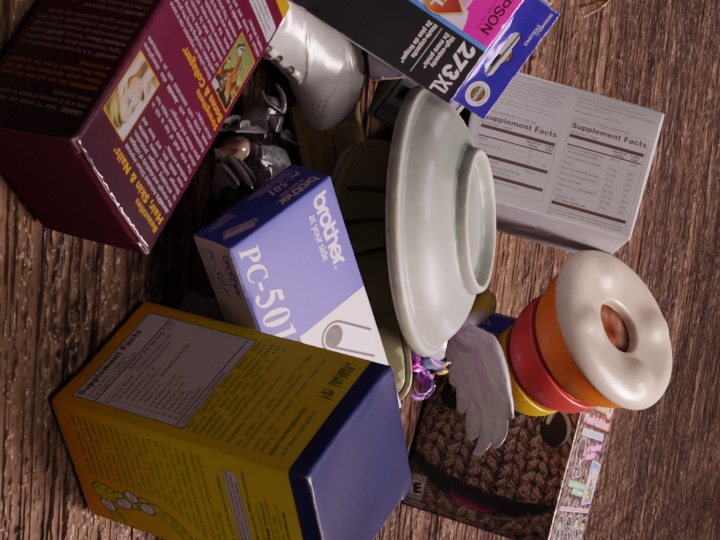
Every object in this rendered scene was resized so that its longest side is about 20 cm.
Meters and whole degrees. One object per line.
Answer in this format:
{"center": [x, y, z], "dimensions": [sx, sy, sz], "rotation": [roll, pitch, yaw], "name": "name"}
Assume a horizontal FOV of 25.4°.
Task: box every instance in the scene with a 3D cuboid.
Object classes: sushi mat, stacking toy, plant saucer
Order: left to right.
{"center": [-0.018, -0.078, 1.275], "dimensions": [0.096, 0.012, 0.201], "rotation": [-52, 144, -39], "name": "sushi mat"}
{"center": [0.067, -0.037, 1.183], "dimensions": [0.200, 0.050, 0.202], "rotation": [0, 90, -74], "name": "plant saucer"}
{"center": [0.166, 0.082, 1.434], "dimensions": [0.145, 0.199, 0.147], "rotation": [24, 52, -35], "name": "stacking toy"}

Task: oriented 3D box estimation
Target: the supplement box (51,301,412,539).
{"center": [-0.082, 0.112, 1.038], "dimensions": [0.109, 0.199, 0.110], "rotation": [-49, 141, -40], "name": "supplement box"}

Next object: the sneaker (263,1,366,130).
{"center": [-0.056, -0.178, 1.119], "dimensions": [0.087, 0.074, 0.201], "rotation": [-42, 134, -26], "name": "sneaker"}

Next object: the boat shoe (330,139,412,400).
{"center": [0.000, 0.000, 1.211], "dimensions": [0.074, 0.068, 0.202], "rotation": [-2, 99, -17], "name": "boat shoe"}

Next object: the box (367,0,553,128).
{"center": [0.084, -0.199, 1.225], "dimensions": [0.200, 0.060, 0.117], "rotation": [-50, -162, 51], "name": "box"}

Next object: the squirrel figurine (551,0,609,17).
{"center": [0.133, -0.277, 1.285], "dimensions": [0.142, 0.185, 0.200], "rotation": [-66, 150, -19], "name": "squirrel figurine"}

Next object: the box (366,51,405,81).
{"center": [0.016, -0.263, 1.145], "dimensions": [0.162, 0.049, 0.201], "rotation": [-95, 178, -53], "name": "box"}

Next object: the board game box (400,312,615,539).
{"center": [0.149, 0.150, 1.534], "dimensions": [0.097, 0.158, 0.202], "rotation": [21, 83, -62], "name": "board game box"}

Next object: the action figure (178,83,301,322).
{"center": [-0.074, -0.033, 1.135], "dimensions": [0.130, 0.069, 0.202], "rotation": [6, 93, -57], "name": "action figure"}

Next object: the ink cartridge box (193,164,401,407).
{"center": [-0.040, 0.038, 1.101], "dimensions": [0.094, 0.044, 0.201], "rotation": [-38, 127, -29], "name": "ink cartridge box"}

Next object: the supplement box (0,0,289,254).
{"center": [-0.134, -0.127, 0.957], "dimensions": [0.201, 0.085, 0.111], "rotation": [-63, 150, -25], "name": "supplement box"}

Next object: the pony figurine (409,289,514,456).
{"center": [0.057, 0.050, 1.354], "dimensions": [0.200, 0.165, 0.195], "rotation": [-19, 104, -69], "name": "pony figurine"}

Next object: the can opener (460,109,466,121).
{"center": [0.039, -0.087, 1.315], "dimensions": [0.079, 0.063, 0.200], "rotation": [59, 29, -18], "name": "can opener"}

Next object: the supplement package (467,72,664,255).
{"center": [0.165, -0.090, 1.396], "dimensions": [0.200, 0.154, 0.112], "rotation": [65, 41, -84], "name": "supplement package"}

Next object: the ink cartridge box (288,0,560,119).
{"center": [0.043, -0.181, 1.081], "dimensions": [0.199, 0.037, 0.095], "rotation": [28, 106, -31], "name": "ink cartridge box"}
